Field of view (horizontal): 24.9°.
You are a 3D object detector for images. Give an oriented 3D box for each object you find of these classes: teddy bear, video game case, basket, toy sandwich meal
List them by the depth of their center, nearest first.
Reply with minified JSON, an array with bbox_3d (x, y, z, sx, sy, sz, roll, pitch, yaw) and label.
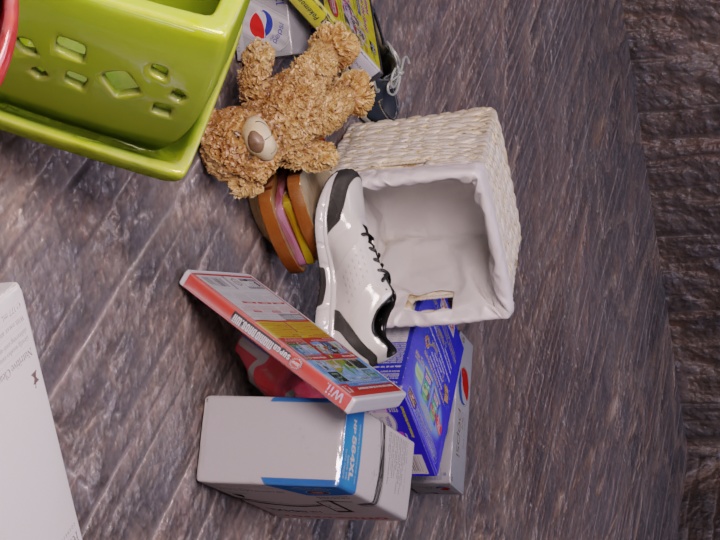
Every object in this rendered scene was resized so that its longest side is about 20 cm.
[{"bbox_3d":[-0.060,0.063,1.491,0.018,0.199,0.143,-57,162,9],"label":"video game case"},{"bbox_3d":[-0.061,-0.152,1.530,0.199,0.066,0.147,-21,119,-37],"label":"teddy bear"},{"bbox_3d":[-0.045,-0.308,1.629,0.181,0.025,0.201,43,27,-40],"label":"video game case"},{"bbox_3d":[-0.058,-0.104,1.657,0.205,0.069,0.208,-2,90,-70],"label":"toy sandwich meal"},{"bbox_3d":[0.071,-0.062,1.840,0.161,0.196,0.201,-72,152,-52],"label":"basket"}]

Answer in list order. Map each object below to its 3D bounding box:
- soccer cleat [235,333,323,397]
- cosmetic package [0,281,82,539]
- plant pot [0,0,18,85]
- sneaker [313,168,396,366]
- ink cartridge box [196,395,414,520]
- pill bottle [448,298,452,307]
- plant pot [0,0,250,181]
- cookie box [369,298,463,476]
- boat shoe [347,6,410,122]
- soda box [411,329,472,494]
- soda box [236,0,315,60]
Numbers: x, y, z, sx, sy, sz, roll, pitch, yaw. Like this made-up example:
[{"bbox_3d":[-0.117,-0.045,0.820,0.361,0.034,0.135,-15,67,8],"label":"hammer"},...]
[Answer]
[{"bbox_3d":[-0.074,0.108,1.614,0.067,0.076,0.200,-50,165,-8],"label":"soccer cleat"},{"bbox_3d":[-0.256,0.123,1.067,0.113,0.080,0.202,-58,140,-60],"label":"cosmetic package"},{"bbox_3d":[-0.290,-0.150,0.846,0.183,0.198,0.203,59,34,-68],"label":"plant pot"},{"bbox_3d":[0.000,0.000,1.593,0.074,0.079,0.202,10,77,-67],"label":"sneaker"},{"bbox_3d":[-0.047,0.181,1.549,0.200,0.144,0.085,41,51,-62],"label":"ink cartridge box"},{"bbox_3d":[0.121,-0.052,2.086,0.117,0.115,0.201,-73,153,-42],"label":"pill bottle"},{"bbox_3d":[-0.174,-0.189,1.140,0.182,0.197,0.201,108,-3,-50],"label":"plant pot"},{"bbox_3d":[0.058,0.116,1.953,0.172,0.074,0.201,68,28,-42],"label":"cookie box"},{"bbox_3d":[0.017,-0.239,1.895,0.201,0.061,0.075,64,29,-49],"label":"boat shoe"},{"bbox_3d":[0.101,0.181,2.086,0.068,0.063,0.202,46,47,-62],"label":"soda box"},{"bbox_3d":[-0.064,-0.253,1.666,0.200,0.063,0.069,-24,109,-69],"label":"soda box"}]
